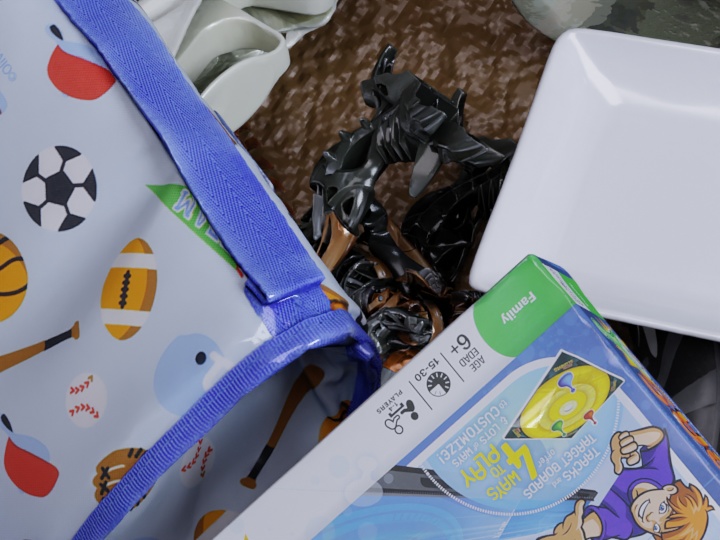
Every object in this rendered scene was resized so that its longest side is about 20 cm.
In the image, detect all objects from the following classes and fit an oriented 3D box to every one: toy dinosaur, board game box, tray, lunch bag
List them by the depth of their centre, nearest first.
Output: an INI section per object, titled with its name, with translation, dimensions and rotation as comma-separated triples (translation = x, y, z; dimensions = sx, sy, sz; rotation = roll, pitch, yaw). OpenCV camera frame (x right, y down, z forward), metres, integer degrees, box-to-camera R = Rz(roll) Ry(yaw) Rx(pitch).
[board game box]
translation = 0.016, 0.113, 0.620
dimensions = 0.200, 0.034, 0.135
rotation = -43, 71, 10
[lunch bag]
translation = -0.083, 0.020, 0.738
dimensions = 0.124, 0.200, 0.170
rotation = -14, 57, -39
[tray]
translation = 0.144, -0.016, 0.767
dimensions = 0.200, 0.022, 0.107
rotation = 11, 63, 21
[toy dinosaur]
translation = 0.000, 0.000, 0.848
dimensions = 0.200, 0.102, 0.136
rotation = 43, 102, 16

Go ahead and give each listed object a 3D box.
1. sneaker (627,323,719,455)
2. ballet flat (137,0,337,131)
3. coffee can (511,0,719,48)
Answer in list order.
[sneaker]
translation = 0.094, 0.071, 0.809
dimensions = 0.083, 0.071, 0.200
rotation = 1, 72, 5
[ballet flat]
translation = -0.046, -0.092, 0.882
dimensions = 0.069, 0.069, 0.200
rotation = 20, 52, 18
[coffee can]
translation = 0.116, -0.196, 0.867
dimensions = 0.146, 0.146, 0.200
rotation = -7, 68, 9
